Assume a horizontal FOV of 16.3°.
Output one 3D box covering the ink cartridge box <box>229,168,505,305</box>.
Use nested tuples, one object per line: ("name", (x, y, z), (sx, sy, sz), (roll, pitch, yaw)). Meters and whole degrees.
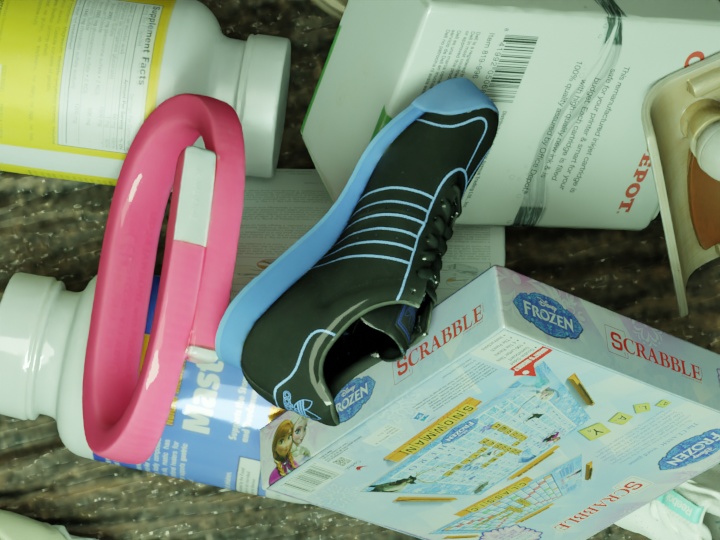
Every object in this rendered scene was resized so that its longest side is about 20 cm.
("ink cartridge box", (0.000, 0.000, 1.398), (0.161, 0.200, 0.058), (1, 119, 2))

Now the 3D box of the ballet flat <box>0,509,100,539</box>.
("ballet flat", (-0.150, 0.203, 1.481), (0.069, 0.069, 0.200), (-40, 92, 2))

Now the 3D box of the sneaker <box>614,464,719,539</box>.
("sneaker", (0.179, 0.129, 1.448), (0.199, 0.088, 0.076), (29, 93, 6))

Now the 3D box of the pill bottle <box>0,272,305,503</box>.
("pill bottle", (-0.111, 0.061, 1.446), (0.198, 0.112, 0.113), (12, 92, 1))

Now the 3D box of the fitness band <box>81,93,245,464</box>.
("fitness band", (-0.106, 0.003, 1.332), (0.037, 0.143, 0.202), (14, 74, -20))

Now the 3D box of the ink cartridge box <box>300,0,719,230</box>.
("ink cartridge box", (0.087, -0.103, 1.381), (0.198, 0.083, 0.147), (2, 129, -28))

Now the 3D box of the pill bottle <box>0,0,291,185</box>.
("pill bottle", (-0.143, -0.106, 1.443), (0.198, 0.112, 0.113), (8, 92, 1))

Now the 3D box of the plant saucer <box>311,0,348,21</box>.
("plant saucer", (0.036, -0.229, 1.404), (0.198, 0.029, 0.202), (0, 90, 3))

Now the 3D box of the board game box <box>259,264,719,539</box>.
("board game box", (0.082, 0.086, 1.352), (0.199, 0.200, 0.041), (22, 49, -35))

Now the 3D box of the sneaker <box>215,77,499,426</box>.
("sneaker", (0.017, -0.007, 1.273), (0.078, 0.070, 0.200), (34, 75, 26))

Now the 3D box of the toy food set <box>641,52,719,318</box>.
("toy food set", (0.254, -0.065, 1.392), (0.199, 0.061, 0.144), (-23, 133, -5))
